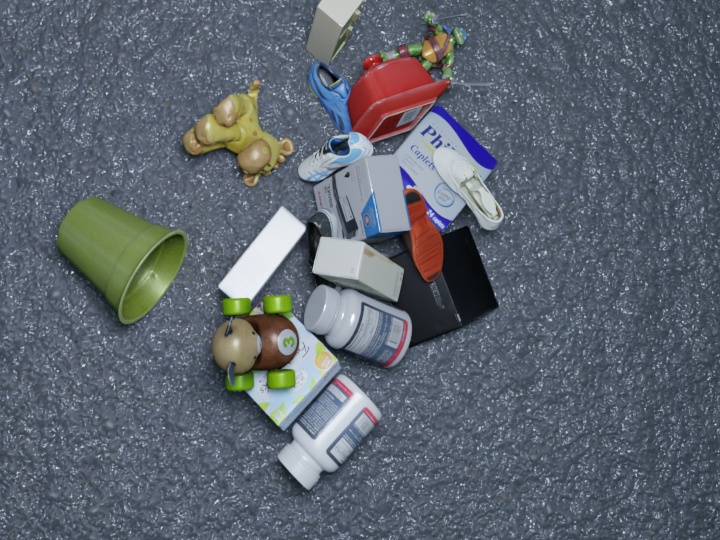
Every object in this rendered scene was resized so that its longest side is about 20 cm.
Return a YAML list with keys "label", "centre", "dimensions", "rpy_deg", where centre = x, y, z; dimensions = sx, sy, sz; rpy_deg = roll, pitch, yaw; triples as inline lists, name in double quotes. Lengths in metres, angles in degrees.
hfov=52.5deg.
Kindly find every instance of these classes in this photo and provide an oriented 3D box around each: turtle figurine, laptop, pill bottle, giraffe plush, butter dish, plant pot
- label: "turtle figurine"
  centre: [0.145, -0.451, 1.523]
  dimensions: [0.190, 0.145, 0.203]
  rpy_deg: [-26, 46, 5]
- label: "laptop"
  centre: [0.168, 0.032, 1.559]
  dimensions: [0.196, 0.116, 0.192]
  rpy_deg: [-23, 88, 17]
- label: "pill bottle"
  centre: [-0.007, 0.105, 1.436]
  dimensions: [0.196, 0.119, 0.123]
  rpy_deg: [24, 79, -25]
- label: "giraffe plush"
  centre: [-0.231, -0.257, 1.456]
  dimensions: [0.164, 0.171, 0.201]
  rpy_deg: [53, 43, -12]
- label: "pill bottle"
  centre: [-0.064, 0.316, 1.420]
  dimensions: [0.120, 0.120, 0.200]
  rpy_deg: [45, 78, -3]
- label: "butter dish"
  centre: [0.049, -0.360, 1.458]
  dimensions: [0.195, 0.200, 0.151]
  rpy_deg: [-21, 82, -24]
- label: "plant pot"
  centre: [-0.458, -0.037, 1.368]
  dimensions: [0.187, 0.200, 0.203]
  rpy_deg: [32, 79, 7]

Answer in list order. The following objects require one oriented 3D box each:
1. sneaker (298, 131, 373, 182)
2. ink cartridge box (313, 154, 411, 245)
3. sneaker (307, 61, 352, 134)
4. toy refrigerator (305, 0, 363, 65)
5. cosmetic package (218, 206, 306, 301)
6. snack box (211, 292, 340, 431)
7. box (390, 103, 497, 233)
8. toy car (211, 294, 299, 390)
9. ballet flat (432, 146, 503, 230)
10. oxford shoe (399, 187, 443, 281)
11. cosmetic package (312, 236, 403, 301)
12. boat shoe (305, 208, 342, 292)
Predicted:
- label: "sneaker"
  centre: [-0.060, -0.231, 1.456]
  dimensions: [0.072, 0.197, 0.073]
  rpy_deg: [36, 56, -35]
- label: "ink cartridge box"
  centre: [-0.001, -0.125, 1.438]
  dimensions: [0.082, 0.198, 0.149]
  rpy_deg: [-8, 84, -35]
- label: "sneaker"
  centre: [-0.036, -0.350, 1.525]
  dimensions: [0.066, 0.078, 0.201]
  rpy_deg: [-42, 94, -14]
- label: "toy refrigerator"
  centre: [-0.053, -0.494, 1.473]
  dimensions: [0.069, 0.200, 0.077]
  rpy_deg: [37, 78, -4]
- label: "cosmetic package"
  centre: [-0.195, -0.021, 1.446]
  dimensions: [0.071, 0.101, 0.201]
  rpy_deg: [38, 78, -4]
- label: "snack box"
  centre: [-0.162, 0.175, 1.417]
  dimensions: [0.199, 0.068, 0.169]
  rpy_deg: [41, 78, 17]
- label: "box"
  centre: [0.152, -0.207, 1.533]
  dimensions: [0.183, 0.105, 0.201]
  rpy_deg: [41, 78, -5]
- label: "toy car"
  centre: [-0.196, 0.131, 1.274]
  dimensions: [0.153, 0.200, 0.170]
  rpy_deg: [-4, 88, 6]
- label: "ballet flat"
  centre: [0.223, -0.170, 1.458]
  dimensions: [0.069, 0.069, 0.202]
  rpy_deg: [-38, 93, -12]
- label: "oxford shoe"
  centre: [0.113, -0.075, 1.469]
  dimensions: [0.070, 0.072, 0.205]
  rpy_deg: [-26, 112, -20]
- label: "cosmetic package"
  centre: [0.000, 0.000, 1.424]
  dimensions: [0.103, 0.199, 0.073]
  rpy_deg: [9, 80, 26]
- label: "boat shoe"
  centre: [-0.079, -0.022, 1.448]
  dimensions: [0.056, 0.067, 0.205]
  rpy_deg: [-32, 129, -45]
